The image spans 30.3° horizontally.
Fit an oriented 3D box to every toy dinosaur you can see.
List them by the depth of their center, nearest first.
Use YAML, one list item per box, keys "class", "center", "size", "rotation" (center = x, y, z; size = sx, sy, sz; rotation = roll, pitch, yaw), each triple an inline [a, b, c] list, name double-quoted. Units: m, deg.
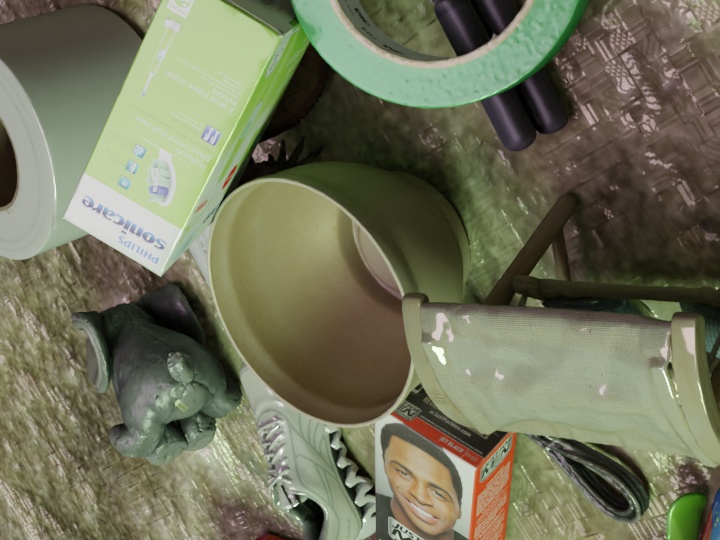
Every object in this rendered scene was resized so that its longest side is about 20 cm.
- class: "toy dinosaur"
  center: [-0.070, -0.135, 1.048]
  size: [0.136, 0.086, 0.200]
  rotation: [42, 120, 3]

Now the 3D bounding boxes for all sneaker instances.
- class: "sneaker"
  center: [-0.056, 0.167, 1.206]
  size: [0.075, 0.081, 0.200]
  rotation: [-30, 90, 49]

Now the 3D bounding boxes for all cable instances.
- class: "cable"
  center: [0.133, 0.124, 1.027]
  size: [0.200, 0.050, 0.097]
  rotation: [55, 138, 5]

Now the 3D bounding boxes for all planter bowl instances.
- class: "planter bowl"
  center: [0.000, 0.000, 1.017]
  size: [0.200, 0.135, 0.200]
  rotation: [22, 127, 32]

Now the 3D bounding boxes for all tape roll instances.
- class: "tape roll"
  center: [0.050, -0.206, 0.857]
  size: [0.200, 0.048, 0.201]
  rotation: [4, 103, 16]
- class: "tape roll"
  center: [-0.280, -0.125, 1.189]
  size: [0.203, 0.139, 0.203]
  rotation: [22, 124, 37]

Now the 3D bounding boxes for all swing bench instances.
- class: "swing bench"
  center: [0.169, 0.043, 0.839]
  size: [0.199, 0.200, 0.130]
  rotation: [4, 116, 41]

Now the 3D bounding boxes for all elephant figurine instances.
- class: "elephant figurine"
  center: [-0.217, 0.078, 1.277]
  size: [0.155, 0.141, 0.200]
  rotation: [-49, 59, 17]

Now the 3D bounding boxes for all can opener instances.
- class: "can opener"
  center: [0.074, -0.178, 0.922]
  size: [0.200, 0.053, 0.067]
  rotation: [62, 169, -5]

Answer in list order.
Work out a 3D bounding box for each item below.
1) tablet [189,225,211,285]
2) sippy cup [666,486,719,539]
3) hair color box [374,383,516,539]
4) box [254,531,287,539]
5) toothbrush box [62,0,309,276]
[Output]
- class: "tablet"
  center: [-0.117, -0.032, 1.195]
  size: [0.130, 0.014, 0.200]
  rotation: [-23, 97, 47]
- class: "sippy cup"
  center: [0.282, 0.208, 0.891]
  size: [0.178, 0.140, 0.131]
  rotation: [11, 110, 25]
- class: "hair color box"
  center: [0.066, 0.180, 1.086]
  size: [0.101, 0.061, 0.200]
  rotation: [29, 141, 28]
- class: "box"
  center: [-0.077, 0.378, 1.330]
  size: [0.095, 0.100, 0.200]
  rotation: [10, 120, 39]
- class: "toothbrush box"
  center: [-0.113, -0.118, 0.944]
  size: [0.086, 0.146, 0.200]
  rotation: [31, 114, 0]
